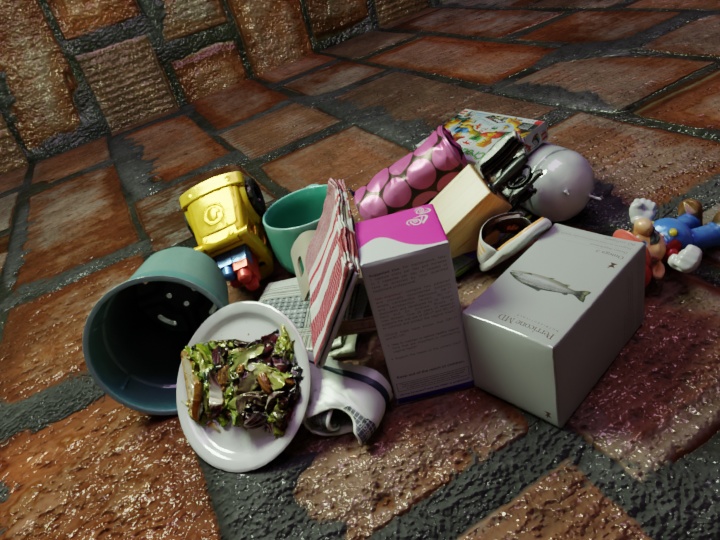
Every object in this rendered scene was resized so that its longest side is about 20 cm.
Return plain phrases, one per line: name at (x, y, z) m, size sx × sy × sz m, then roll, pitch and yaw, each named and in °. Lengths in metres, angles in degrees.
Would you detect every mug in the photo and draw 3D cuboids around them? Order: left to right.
mug at (-0.073, -0.071, 1.007) m, size 0.150 × 0.116 × 0.185 m, roll 8°, pitch 39°, yaw 37°

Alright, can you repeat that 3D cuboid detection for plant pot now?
plant pot at (-0.273, 0.066, 0.834) m, size 0.197 × 0.203 × 0.197 m, roll -19°, pitch 23°, yaw -2°

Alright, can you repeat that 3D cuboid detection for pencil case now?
pencil case at (0.079, -0.150, 0.930) m, size 0.198 × 0.091 × 0.095 m, roll -31°, pitch 34°, yaw 28°

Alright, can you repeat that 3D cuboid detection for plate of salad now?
plate of salad at (-0.150, 0.135, 0.688) m, size 0.197 × 0.048 × 0.204 m, roll -7°, pitch 73°, yaw 24°

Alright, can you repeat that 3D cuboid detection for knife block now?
knife block at (0.160, -0.106, 0.827) m, size 0.197 × 0.177 × 0.065 m, roll -17°, pitch 53°, yaw -14°

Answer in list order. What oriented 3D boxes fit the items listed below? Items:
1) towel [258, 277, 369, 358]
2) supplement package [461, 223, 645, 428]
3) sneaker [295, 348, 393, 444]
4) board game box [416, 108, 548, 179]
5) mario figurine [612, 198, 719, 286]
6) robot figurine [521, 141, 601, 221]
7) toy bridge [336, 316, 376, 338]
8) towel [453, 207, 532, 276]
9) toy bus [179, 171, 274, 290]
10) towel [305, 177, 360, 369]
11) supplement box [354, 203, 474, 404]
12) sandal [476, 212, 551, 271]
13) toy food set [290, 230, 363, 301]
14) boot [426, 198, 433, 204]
towel at (-0.081, 0.065, 0.875) m, size 0.196 × 0.035 × 0.194 m, roll -8°, pitch 32°, yaw 15°
supplement package at (0.226, 0.053, 0.656) m, size 0.199 × 0.119 × 0.116 m, roll -38°, pitch 38°, yaw -29°
sneaker at (-0.060, 0.151, 0.699) m, size 0.197 × 0.077 × 0.081 m, roll 3°, pitch 47°, yaw 34°
board game box at (0.200, -0.217, 0.970) m, size 0.126 × 0.035 × 0.199 m, roll -38°, pitch 34°, yaw -13°
mario figurine at (0.393, -0.050, 0.739) m, size 0.197 × 0.108 × 0.123 m, roll -22°, pitch -4°, yaw -21°
robot figurine at (0.300, -0.151, 0.943) m, size 0.167 × 0.115 × 0.200 m, roll -10°, pitch 28°, yaw -21°
toy bridge at (0.041, 0.061, 0.790) m, size 0.197 × 0.028 × 0.067 m, roll -14°, pitch -16°, yaw -21°
towel at (0.166, -0.076, 0.931) m, size 0.198 × 0.023 × 0.144 m, roll -32°, pitch 59°, yaw -23°
toy bus at (-0.208, -0.041, 1.007) m, size 0.134 × 0.200 × 0.195 m, roll -23°, pitch 62°, yaw 6°
towel at (-0.040, -0.004, 0.689) m, size 0.022 × 0.146 × 0.201 m, roll 11°, pitch 33°, yaw -15°
supplement box at (0.063, 0.041, 0.677) m, size 0.101 × 0.203 × 0.102 m, roll -15°, pitch 31°, yaw 4°
sandal at (0.204, -0.054, 0.791) m, size 0.078 × 0.060 × 0.207 m, roll -30°, pitch -8°, yaw -7°
toy food set at (0.000, 0.000, 0.873) m, size 0.196 × 0.061 × 0.144 m, roll 1°, pitch 30°, yaw -16°
boot at (0.152, -0.160, 1.035) m, size 0.207 × 0.081 × 0.158 m, roll -7°, pitch 26°, yaw 21°
